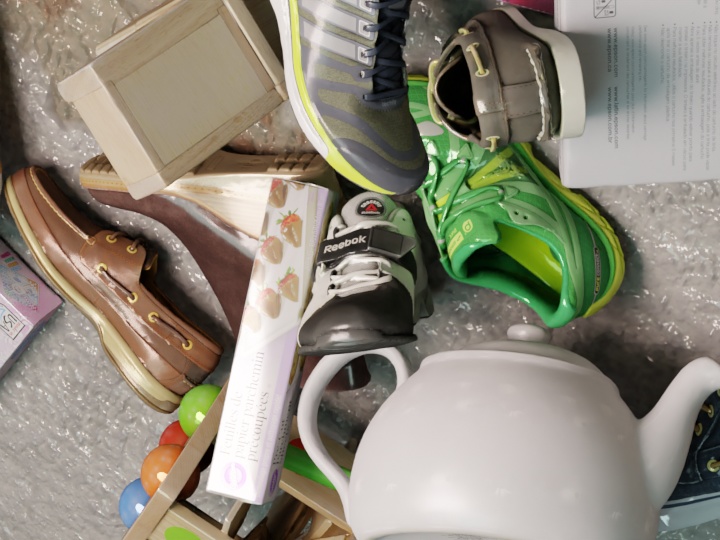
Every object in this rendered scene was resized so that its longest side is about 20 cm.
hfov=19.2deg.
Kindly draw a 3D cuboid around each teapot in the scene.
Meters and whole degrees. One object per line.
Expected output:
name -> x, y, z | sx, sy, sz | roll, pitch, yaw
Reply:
teapot -> 0.086, 0.103, 1.264 | 0.199, 0.147, 0.197 | 15, 161, -21

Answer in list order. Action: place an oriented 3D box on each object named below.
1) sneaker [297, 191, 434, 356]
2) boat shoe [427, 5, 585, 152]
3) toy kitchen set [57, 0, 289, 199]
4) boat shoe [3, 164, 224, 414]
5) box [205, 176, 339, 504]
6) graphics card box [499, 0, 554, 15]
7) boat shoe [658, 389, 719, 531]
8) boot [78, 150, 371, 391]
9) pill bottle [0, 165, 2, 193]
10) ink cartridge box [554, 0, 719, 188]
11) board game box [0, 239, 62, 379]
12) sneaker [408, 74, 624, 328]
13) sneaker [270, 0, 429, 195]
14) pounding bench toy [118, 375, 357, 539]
sneaker -> 0.000, 0.000, 1.285 | 0.074, 0.200, 0.089 | -5, 99, 7
boat shoe -> 0.069, -0.106, 1.183 | 0.060, 0.202, 0.073 | -10, 102, -10
toy kitchen set -> -0.144, -0.143, 1.270 | 0.200, 0.180, 0.164 | -18, 107, 54
boat shoe -> -0.170, 0.003, 1.482 | 0.067, 0.072, 0.200 | -39, 85, 9
box -> -0.054, 0.043, 1.322 | 0.038, 0.041, 0.201 | 12, 89, 12
graphics card box -> 0.067, -0.221, 1.194 | 0.199, 0.051, 0.126 | 20, 127, 23
boat shoe -> 0.220, 0.096, 1.287 | 0.199, 0.071, 0.091 | -15, 105, 33
boot -> -0.091, 0.000, 1.416 | 0.199, 0.072, 0.167 | 6, 119, 26
pill bottle -> -0.305, -0.092, 1.456 | 0.110, 0.111, 0.201 | 8, 115, 29
ink cartridge box -> 0.203, -0.143, 1.141 | 0.199, 0.043, 0.197 | -4, 120, 1
board game box -> -0.347, 0.015, 1.609 | 0.199, 0.043, 0.200 | 44, 131, 0
sneaker -> 0.071, -0.044, 1.279 | 0.200, 0.084, 0.074 | 39, 132, 7
sneaker -> -0.001, -0.139, 1.187 | 0.081, 0.074, 0.201 | -17, 95, 41
pounding bench toy -> -0.062, 0.142, 1.411 | 0.156, 0.124, 0.200 | 34, 144, -2
